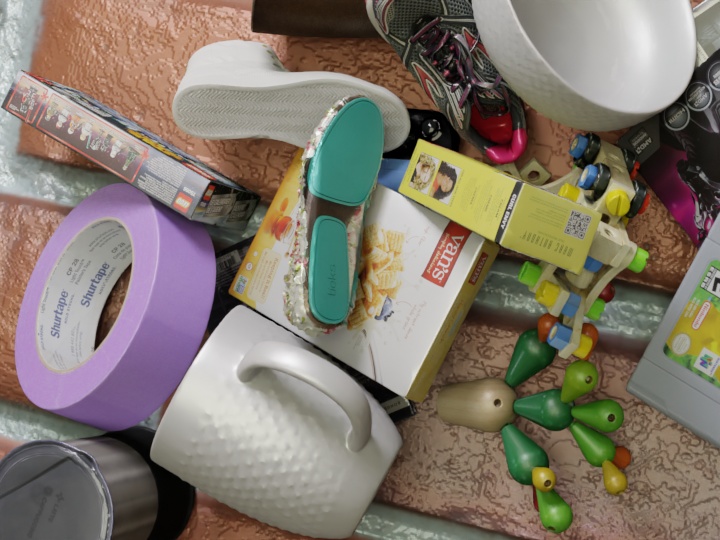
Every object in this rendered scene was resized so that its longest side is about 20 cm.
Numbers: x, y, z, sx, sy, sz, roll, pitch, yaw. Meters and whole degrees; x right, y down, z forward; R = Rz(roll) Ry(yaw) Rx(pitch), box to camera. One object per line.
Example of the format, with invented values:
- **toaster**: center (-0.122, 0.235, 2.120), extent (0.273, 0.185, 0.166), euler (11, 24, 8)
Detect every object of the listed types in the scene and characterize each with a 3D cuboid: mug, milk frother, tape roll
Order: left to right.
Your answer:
- **tape roll**: center (-0.210, 0.031, 1.285), extent (0.199, 0.065, 0.202), euler (-26, 52, 38)
- **milk frother**: center (-0.200, 0.240, 1.265), extent (0.198, 0.188, 0.182), euler (24, 94, 14)
- **mug**: center (-0.055, 0.122, 1.217), extent (0.174, 0.201, 0.148), euler (30, 57, 5)

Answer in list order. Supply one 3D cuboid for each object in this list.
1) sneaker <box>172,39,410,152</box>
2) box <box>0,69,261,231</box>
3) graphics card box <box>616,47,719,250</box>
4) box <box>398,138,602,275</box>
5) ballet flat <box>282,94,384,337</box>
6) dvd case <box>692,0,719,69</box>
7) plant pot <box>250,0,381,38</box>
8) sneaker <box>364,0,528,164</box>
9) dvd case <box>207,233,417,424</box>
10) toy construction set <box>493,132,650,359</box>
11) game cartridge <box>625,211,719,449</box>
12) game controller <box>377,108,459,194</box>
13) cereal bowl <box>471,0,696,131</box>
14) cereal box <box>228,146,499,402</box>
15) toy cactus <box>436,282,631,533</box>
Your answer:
- **sneaker**: center (-0.056, -0.156, 1.293), extent (0.198, 0.116, 0.074), euler (7, 120, -4)
- **box**: center (-0.195, -0.102, 1.304), extent (0.199, 0.137, 0.040), euler (30, 96, 13)
- **graphics card box**: center (0.312, -0.066, 1.198), extent (0.125, 0.051, 0.201), euler (-42, 76, 35)
- **box**: center (0.102, -0.052, 1.151), extent (0.075, 0.200, 0.051), euler (19, 96, -22)
- **ballet flat**: center (-0.030, -0.044, 1.218), extent (0.075, 0.064, 0.202), euler (20, 74, -27)
- **dvd case**: center (0.364, -0.187, 1.225), extent (0.199, 0.025, 0.151), euler (-34, 81, 11)
- **plant pot**: center (0.024, -0.270, 1.249), extent (0.198, 0.187, 0.189), euler (11, 90, -2)
- **sneaker**: center (0.079, -0.167, 1.201), extent (0.080, 0.200, 0.075), euler (-33, 40, 18)
- **dvd case**: center (-0.054, 0.061, 1.324), extent (0.147, 0.016, 0.202), euler (-23, 82, 11)
- **toy construction set**: center (0.167, -0.035, 1.202), extent (0.091, 0.201, 0.132), euler (17, 117, -24)
- **game cartridge**: center (0.305, 0.050, 1.183), extent (0.133, 0.040, 0.201), euler (29, 120, 13)
- **game controller**: center (0.025, -0.039, 1.286), extent (0.103, 0.042, 0.202), euler (6, 81, 13)
- **cereal bowl**: center (0.163, -0.195, 1.177), extent (0.083, 0.199, 0.202), euler (-32, 78, 52)
- **cereal box**: center (0.000, 0.000, 1.250), extent (0.199, 0.039, 0.145), euler (28, 92, 30)
- **toy cactus**: center (0.145, 0.109, 1.247), extent (0.164, 0.102, 0.203), euler (0, 90, 33)
